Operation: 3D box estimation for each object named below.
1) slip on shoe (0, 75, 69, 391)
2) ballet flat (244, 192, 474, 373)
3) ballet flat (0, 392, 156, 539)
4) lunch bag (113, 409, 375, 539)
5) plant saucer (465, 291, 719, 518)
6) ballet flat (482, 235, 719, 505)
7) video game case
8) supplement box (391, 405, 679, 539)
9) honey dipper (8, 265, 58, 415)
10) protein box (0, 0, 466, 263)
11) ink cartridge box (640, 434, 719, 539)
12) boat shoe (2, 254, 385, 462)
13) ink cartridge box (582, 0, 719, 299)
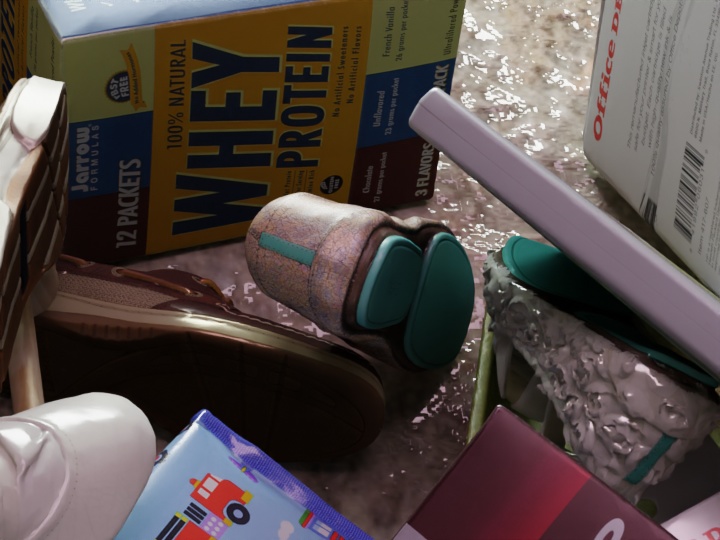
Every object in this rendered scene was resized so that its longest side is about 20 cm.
[{"bbox_3d":[-0.149,-0.015,0.728,0.061,0.076,0.200,5,34,1],"label":"slip on shoe"},{"bbox_3d":[0.000,0.000,0.823,0.067,0.200,0.068,18,84,16],"label":"ballet flat"},{"bbox_3d":[-0.150,0.095,0.630,0.200,0.069,0.069,-36,56,-21],"label":"ballet flat"},{"bbox_3d":[-0.021,0.167,0.694,0.200,0.094,0.151,30,42,11],"label":"lunch bag"},{"bbox_3d":[0.142,0.089,0.829,0.200,0.048,0.200,10,41,2],"label":"plant saucer"},{"bbox_3d":[0.083,0.038,0.779,0.072,0.072,0.200,0,14,-9],"label":"ballet flat"},{"bbox_3d":[0.128,0.015,0.769,0.200,0.022,0.182,41,7,34],"label":"video game case"},{"bbox_3d":[0.092,0.147,0.621,0.200,0.061,0.109,37,85,24],"label":"supplement box"},{"bbox_3d":[-0.131,0.041,0.756,0.038,0.038,0.200,-3,38,-13],"label":"honey dipper"},{"bbox_3d":[-0.084,-0.128,0.975,0.200,0.135,0.199,-12,44,-22],"label":"protein box"},{"bbox_3d":[0.139,0.145,0.694,0.115,0.068,0.200,-26,65,-16],"label":"ink cartridge box"},{"bbox_3d":[-0.081,0.027,0.852,0.200,0.072,0.072,10,42,12],"label":"boat shoe"},{"bbox_3d":[0.185,-0.084,0.923,0.084,0.146,0.200,-1,26,-15],"label":"ink cartridge box"}]
